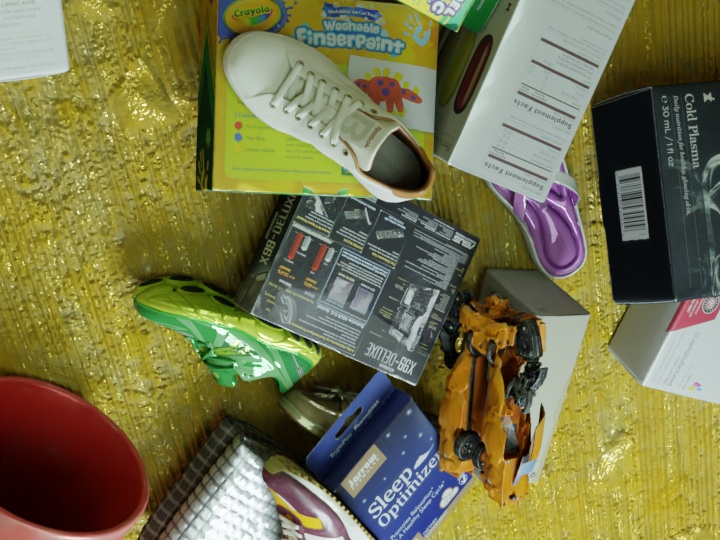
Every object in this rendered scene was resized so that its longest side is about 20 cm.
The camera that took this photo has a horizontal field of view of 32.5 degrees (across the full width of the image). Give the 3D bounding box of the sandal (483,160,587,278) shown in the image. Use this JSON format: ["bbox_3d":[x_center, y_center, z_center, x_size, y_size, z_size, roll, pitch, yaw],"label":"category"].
[{"bbox_3d":[0.183,-0.073,1.224,0.082,0.050,0.203,-35,121,-2],"label":"sandal"}]

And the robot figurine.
[{"bbox_3d":[0.128,0.116,1.198,0.058,0.144,0.203,-7,110,-37],"label":"robot figurine"}]

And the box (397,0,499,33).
[{"bbox_3d":[0.042,-0.280,1.002,0.198,0.049,0.118,23,112,-17],"label":"box"}]

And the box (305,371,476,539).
[{"bbox_3d":[0.034,0.204,1.248,0.121,0.032,0.200,-49,131,-12],"label":"box"}]

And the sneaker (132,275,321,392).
[{"bbox_3d":[-0.129,0.068,1.169,0.199,0.074,0.084,25,104,-28],"label":"sneaker"}]

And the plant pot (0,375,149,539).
[{"bbox_3d":[-0.319,0.228,1.124,0.199,0.201,0.178,21,116,-28],"label":"plant pot"}]

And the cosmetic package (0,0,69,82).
[{"bbox_3d":[-0.271,-0.255,0.934,0.073,0.102,0.202,-11,118,-16],"label":"cosmetic package"}]

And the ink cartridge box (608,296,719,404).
[{"bbox_3d":[0.395,0.065,1.354,0.198,0.086,0.149,15,110,-24],"label":"ink cartridge box"}]

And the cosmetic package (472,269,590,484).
[{"bbox_3d":[0.157,0.111,1.277,0.072,0.104,0.202,1,117,-28],"label":"cosmetic package"}]

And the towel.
[{"bbox_3d":[-0.109,0.258,1.269,0.199,0.086,0.166,35,93,-36],"label":"towel"}]

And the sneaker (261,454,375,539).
[{"bbox_3d":[-0.048,0.265,1.209,0.090,0.075,0.200,-46,125,-11],"label":"sneaker"}]

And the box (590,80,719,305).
[{"bbox_3d":[0.346,-0.078,1.197,0.194,0.124,0.203,-7,90,-18],"label":"box"}]

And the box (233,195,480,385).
[{"bbox_3d":[0.000,0.000,1.170,0.199,0.050,0.159,24,89,-29],"label":"box"}]

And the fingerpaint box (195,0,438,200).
[{"bbox_3d":[-0.038,-0.148,1.062,0.198,0.073,0.169,0,94,-21],"label":"fingerpaint box"}]

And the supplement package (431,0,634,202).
[{"bbox_3d":[0.138,-0.182,1.099,0.109,0.114,0.202,19,100,-26],"label":"supplement package"}]

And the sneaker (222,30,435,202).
[{"bbox_3d":[-0.017,-0.127,0.988,0.199,0.085,0.073,33,84,-18],"label":"sneaker"}]

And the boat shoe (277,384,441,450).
[{"bbox_3d":[0.000,0.150,1.266,0.199,0.073,0.063,24,99,-40],"label":"boat shoe"}]
